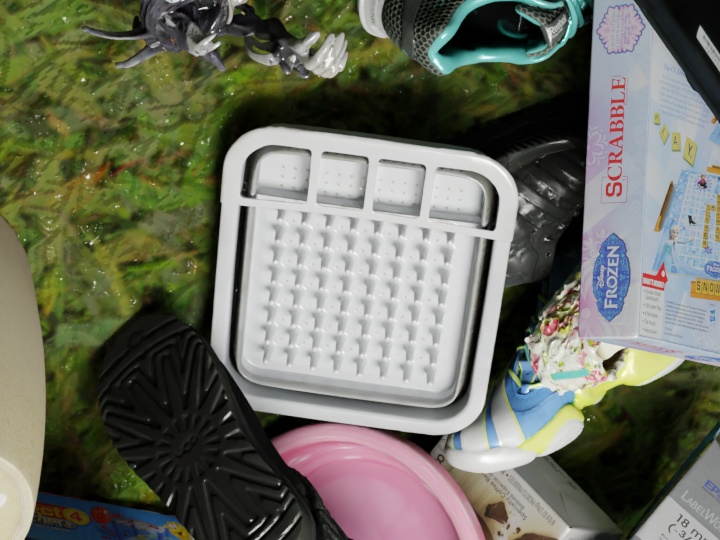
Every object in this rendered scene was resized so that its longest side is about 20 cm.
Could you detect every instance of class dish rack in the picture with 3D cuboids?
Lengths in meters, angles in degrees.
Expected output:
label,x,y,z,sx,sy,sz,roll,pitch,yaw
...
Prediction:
label,x,y,z,sx,sy,sz,roll,pitch,yaw
dish rack,0.000,0.000,1.477,0.172,0.044,0.200,7,122,0

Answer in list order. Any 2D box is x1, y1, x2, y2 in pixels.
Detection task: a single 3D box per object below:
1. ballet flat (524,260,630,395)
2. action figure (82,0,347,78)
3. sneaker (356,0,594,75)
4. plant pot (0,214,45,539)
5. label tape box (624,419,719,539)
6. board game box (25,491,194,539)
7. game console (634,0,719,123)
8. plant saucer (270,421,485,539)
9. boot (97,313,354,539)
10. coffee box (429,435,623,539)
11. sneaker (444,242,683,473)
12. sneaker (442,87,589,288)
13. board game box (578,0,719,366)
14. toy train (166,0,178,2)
label,x,y,z,sx,sy,sz,roll,pitch,yaw
ballet flat,0.176,-0.002,1.511,0.076,0.064,0.200,49,65,-32
action figure,-0.052,-0.167,1.334,0.200,0.102,0.119,-39,130,1
sneaker,0.104,-0.152,1.416,0.200,0.091,0.078,-16,128,-13
plant pot,-0.247,0.076,1.349,0.187,0.200,0.187,-11,125,-16
label tape box,0.194,0.196,1.611,0.200,0.063,0.144,-44,170,-40
board game box,-0.207,0.235,1.555,0.196,0.056,0.200,14,116,-24
game console,0.208,-0.172,1.414,0.031,0.177,0.200,-7,140,37
plant saucer,-0.002,0.193,1.562,0.201,0.201,0.051,-58,159,19
boot,-0.067,0.132,1.486,0.079,0.211,0.158,-38,147,7
coffee box,0.060,0.207,1.614,0.200,0.113,0.080,-54,149,15
sneaker,0.120,0.045,1.556,0.200,0.076,0.105,-30,110,-32
sneaker,0.105,-0.040,1.516,0.200,0.060,0.104,-17,126,-5
board game box,0.194,-0.049,1.439,0.200,0.041,0.200,14,78,-55
toy train,-0.052,-0.208,1.268,0.200,0.056,0.042,-46,168,-21
